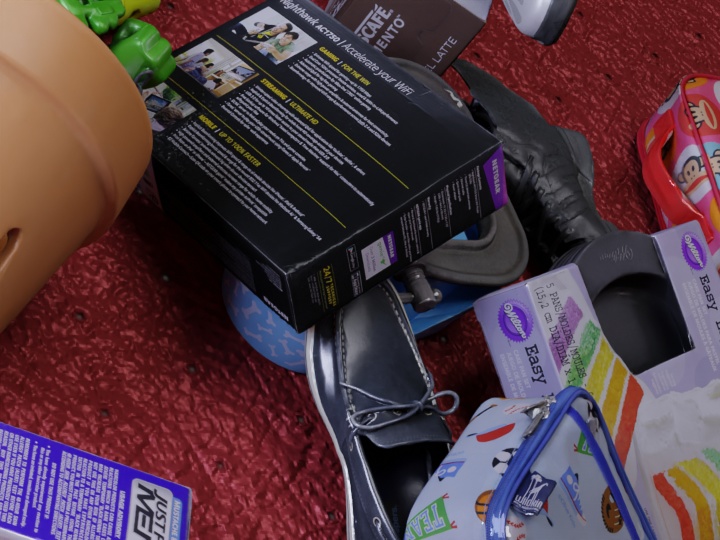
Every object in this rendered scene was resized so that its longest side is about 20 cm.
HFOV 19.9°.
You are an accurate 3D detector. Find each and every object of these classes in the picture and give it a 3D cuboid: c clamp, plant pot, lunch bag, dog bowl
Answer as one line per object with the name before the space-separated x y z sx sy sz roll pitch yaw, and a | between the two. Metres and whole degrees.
c clamp | 0.025 -0.056 1.230 0.171 0.027 0.200 6 51 -34
plant pot | -0.220 -0.044 0.997 0.200 0.200 0.140 30 58 -12
lunch bag | 0.105 0.163 1.077 0.160 0.076 0.200 -47 119 -50
dog bowl | 0.000 0.000 1.220 0.200 0.050 0.112 -19 67 -45
lunch bag | 0.274 -0.043 1.443 0.176 0.082 0.200 14 47 -27

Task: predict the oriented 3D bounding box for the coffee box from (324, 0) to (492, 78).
coffee box | 0.042 -0.207 1.387 0.080 0.114 0.200 32 41 -11

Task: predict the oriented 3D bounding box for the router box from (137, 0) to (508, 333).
router box | -0.037 -0.068 1.153 0.149 0.051 0.200 -32 49 -21

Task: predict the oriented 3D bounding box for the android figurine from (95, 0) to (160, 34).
android figurine | -0.207 -0.215 1.262 0.182 0.041 0.200 50 40 11

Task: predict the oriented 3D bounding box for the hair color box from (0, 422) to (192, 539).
hair color box | -0.189 0.118 0.922 0.200 0.109 0.065 23 42 -20

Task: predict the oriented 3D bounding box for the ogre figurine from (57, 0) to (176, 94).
ogre figurine | -0.207 -0.144 1.136 0.200 0.120 0.098 22 48 -19

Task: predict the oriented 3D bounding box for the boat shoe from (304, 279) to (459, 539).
boat shoe | 0.019 0.088 1.105 0.075 0.062 0.200 1 72 -32

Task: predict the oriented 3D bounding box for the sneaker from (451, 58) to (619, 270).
sneaker | 0.106 -0.054 1.344 0.104 0.060 0.200 18 40 -26

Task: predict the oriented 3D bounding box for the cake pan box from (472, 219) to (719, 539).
cake pan box | 0.168 0.077 1.233 0.184 0.052 0.200 -16 86 -47

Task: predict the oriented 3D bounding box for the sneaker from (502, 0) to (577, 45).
sneaker | 0.066 -0.219 1.289 0.115 0.076 0.201 9 42 -21
